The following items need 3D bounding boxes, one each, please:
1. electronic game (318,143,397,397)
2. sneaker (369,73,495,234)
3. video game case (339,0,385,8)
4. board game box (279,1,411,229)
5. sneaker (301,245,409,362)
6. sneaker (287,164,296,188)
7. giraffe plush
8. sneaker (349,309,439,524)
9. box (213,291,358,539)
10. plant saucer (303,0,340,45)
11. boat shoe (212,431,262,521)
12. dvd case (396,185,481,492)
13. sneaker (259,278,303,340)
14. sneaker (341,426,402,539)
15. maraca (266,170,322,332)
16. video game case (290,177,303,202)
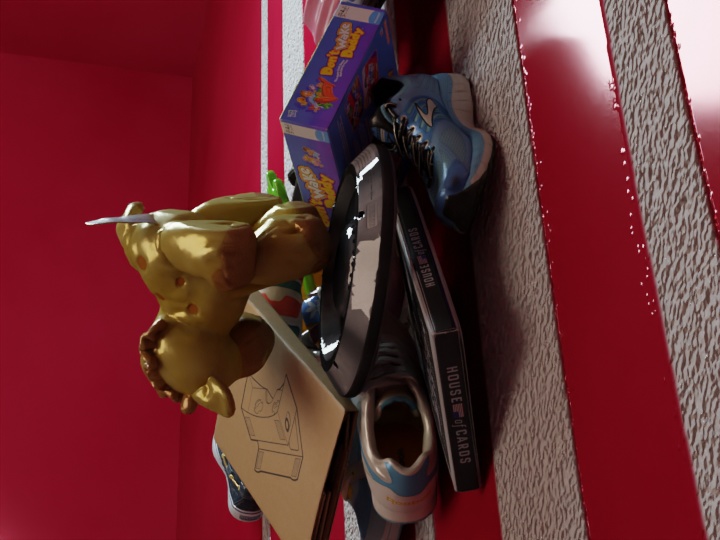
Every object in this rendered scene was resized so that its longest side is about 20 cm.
[{"bbox_3d":[0.000,0.000,1.097,0.200,0.041,0.203,-173,90,-81],"label":"electronic game"},{"bbox_3d":[0.050,-0.097,1.115,0.201,0.089,0.079,-104,25,-56],"label":"sneaker"},{"bbox_3d":[0.019,-0.297,1.333,0.183,0.022,0.201,111,-177,-51],"label":"video game case"},{"bbox_3d":[-0.007,-0.115,1.218,0.201,0.044,0.135,76,-146,-55],"label":"board game box"},{"bbox_3d":[-0.008,0.036,1.319,0.201,0.089,0.076,111,160,-51],"label":"sneaker"},{"bbox_3d":[-0.033,-0.122,1.487,0.200,0.075,0.089,97,-175,-80],"label":"sneaker"},{"bbox_3d":[-0.124,0.032,1.149,0.173,0.197,0.164,-128,36,-73],"label":"giraffe plush"},{"bbox_3d":[0.027,0.103,1.148,0.081,0.076,0.202,90,168,-53],"label":"sneaker"},{"bbox_3d":[-0.070,0.136,1.210,0.200,0.021,0.165,46,131,49],"label":"box"},{"bbox_3d":[-0.010,-0.321,1.440,0.201,0.050,0.203,-158,90,-89],"label":"plant saucer"},{"bbox_3d":[-0.165,0.261,1.994,0.201,0.070,0.092,-114,32,-53],"label":"boat shoe"},{"bbox_3d":[0.056,0.049,1.067,0.201,0.024,0.152,-103,2,-56],"label":"dvd case"},{"bbox_3d":[-0.096,0.072,1.347,0.200,0.069,0.094,115,160,-63],"label":"sneaker"},{"bbox_3d":[-0.030,0.173,1.265,0.201,0.129,0.080,-99,20,-47],"label":"sneaker"},{"bbox_3d":[-0.073,-0.011,1.542,0.137,0.106,0.202,-140,34,-67],"label":"maraca"},{"bbox_3d":[-0.016,-0.108,1.322,0.181,0.025,0.202,12,-88,-74],"label":"video game case"}]
